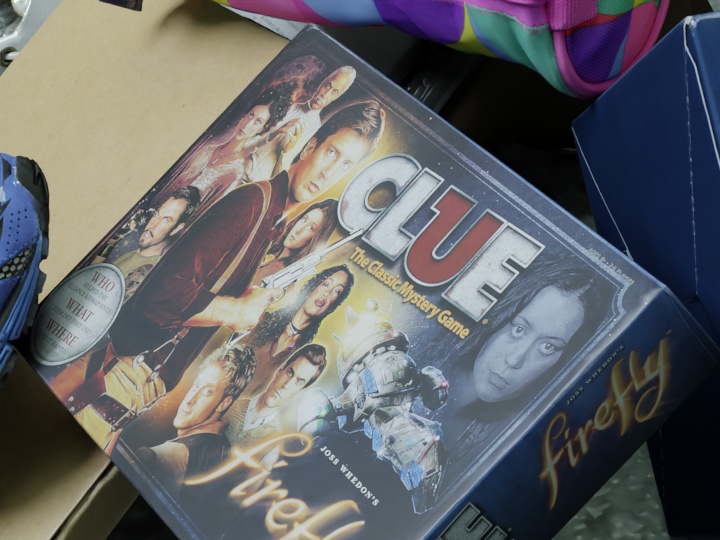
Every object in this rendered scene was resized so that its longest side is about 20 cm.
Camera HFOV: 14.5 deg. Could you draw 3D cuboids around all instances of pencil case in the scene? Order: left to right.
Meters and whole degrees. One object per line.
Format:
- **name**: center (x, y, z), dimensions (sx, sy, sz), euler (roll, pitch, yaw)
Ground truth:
- **pencil case**: center (-0.001, -0.109, 0.872), dimensions (0.199, 0.089, 0.088), euler (13, 43, 31)

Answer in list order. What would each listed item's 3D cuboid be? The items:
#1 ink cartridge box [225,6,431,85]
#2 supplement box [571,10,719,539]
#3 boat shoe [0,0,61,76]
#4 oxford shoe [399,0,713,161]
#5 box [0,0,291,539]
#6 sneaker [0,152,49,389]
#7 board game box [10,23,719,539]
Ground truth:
- **ink cartridge box**: center (0.035, -0.147, 0.995), dimensions (0.083, 0.200, 0.145), euler (43, 52, 4)
- **supplement box**: center (0.182, -0.012, 0.784), dimensions (0.199, 0.135, 0.200), euler (-13, -3, -5)
- **boat shoe**: center (-0.124, -0.097, 1.075), dimensions (0.199, 0.070, 0.071), euler (-25, 37, -22)
- **oxford shoe**: center (0.076, -0.071, 0.974), dimensions (0.084, 0.073, 0.200), euler (47, 37, 7)
- **box**: center (-0.094, -0.002, 0.918), dimensions (0.163, 0.021, 0.200), euler (31, 80, 43)
- **sneaker**: center (-0.173, 0.030, 0.852), dimensions (0.200, 0.078, 0.075), euler (-38, 33, 14)
- **board game box**: center (-0.007, 0.021, 0.785), dimensions (0.136, 0.035, 0.200), euler (-46, 37, -3)
